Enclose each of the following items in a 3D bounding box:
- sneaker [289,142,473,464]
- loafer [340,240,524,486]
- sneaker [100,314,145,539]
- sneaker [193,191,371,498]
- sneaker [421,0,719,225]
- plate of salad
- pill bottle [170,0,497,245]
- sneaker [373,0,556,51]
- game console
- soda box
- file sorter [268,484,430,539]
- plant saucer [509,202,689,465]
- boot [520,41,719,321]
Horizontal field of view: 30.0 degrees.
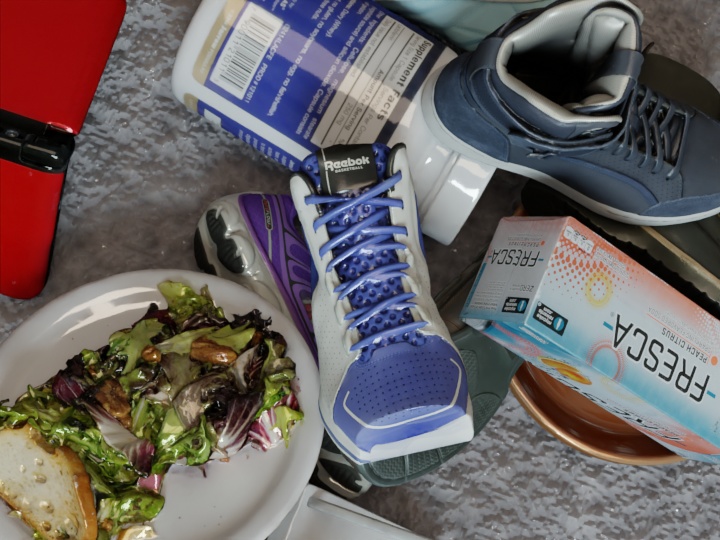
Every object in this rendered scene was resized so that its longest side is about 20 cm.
[{"bbox_3d":[0.000,0.000,0.712,0.080,0.116,0.200,-15,36,1],"label":"sneaker"},{"bbox_3d":[0.056,0.047,0.791,0.200,0.063,0.072,-42,123,-23],"label":"loafer"},{"bbox_3d":[-0.147,0.121,0.775,0.080,0.074,0.201,-22,52,11],"label":"sneaker"},{"bbox_3d":[-0.028,0.037,0.813,0.083,0.081,0.202,-15,75,-30],"label":"sneaker"},{"bbox_3d":[0.146,-0.082,0.722,0.200,0.146,0.078,13,79,-12],"label":"sneaker"},{"bbox_3d":[-0.118,0.075,0.721,0.198,0.048,0.202,-2,53,2],"label":"plate of salad"},{"bbox_3d":[-0.007,-0.107,0.827,0.199,0.116,0.116,32,78,0],"label":"pill bottle"},{"bbox_3d":[0.053,-0.170,0.847,0.199,0.082,0.074,17,53,38],"label":"sneaker"},{"bbox_3d":[-0.262,-0.103,0.818,0.198,0.173,0.119,18,37,-3],"label":"game console"},{"bbox_3d":[0.156,0.044,0.773,0.199,0.063,0.069,32,75,-27],"label":"soda box"},{"bbox_3d":[0.011,0.240,0.725,0.124,0.139,0.202,10,73,41],"label":"file sorter"},{"bbox_3d":[0.177,0.024,0.867,0.198,0.032,0.203,1,79,-6],"label":"plant saucer"},{"bbox_3d":[0.218,-0.041,0.833,0.199,0.077,0.139,39,73,0],"label":"boot"}]
